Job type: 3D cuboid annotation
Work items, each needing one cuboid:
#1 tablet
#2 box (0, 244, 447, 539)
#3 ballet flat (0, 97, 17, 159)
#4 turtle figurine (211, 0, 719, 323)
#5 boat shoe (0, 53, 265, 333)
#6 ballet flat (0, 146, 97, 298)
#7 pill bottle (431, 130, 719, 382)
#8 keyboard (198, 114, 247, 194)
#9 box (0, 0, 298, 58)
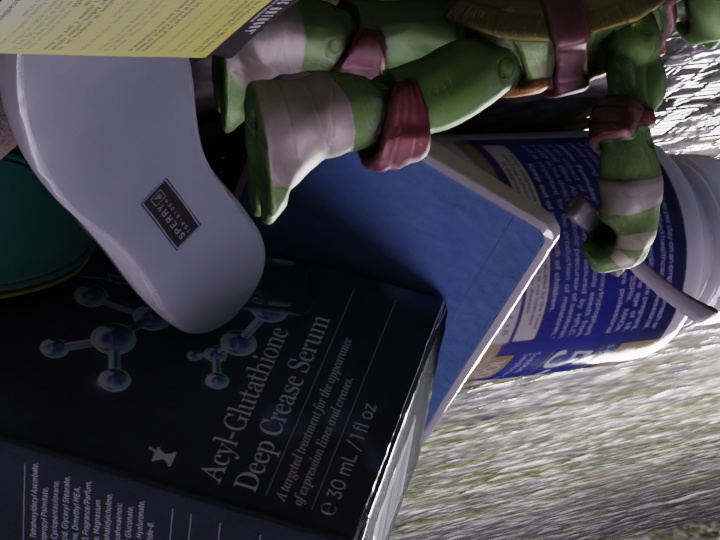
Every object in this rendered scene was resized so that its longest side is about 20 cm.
[{"bbox_3d":[0.000,0.000,0.876,0.014,0.130,0.200,-58,178,-35],"label":"tablet"},{"bbox_3d":[-0.081,0.069,0.844,0.199,0.149,0.108,15,131,7],"label":"box"},{"bbox_3d":[-0.193,-0.035,0.708,0.199,0.068,0.068,-3,162,-41],"label":"ballet flat"},{"bbox_3d":[0.047,-0.051,0.746,0.193,0.145,0.200,-8,161,-13],"label":"turtle figurine"},{"bbox_3d":[-0.092,-0.052,0.740,0.070,0.066,0.200,-45,147,-9],"label":"boat shoe"},{"bbox_3d":[-0.204,-0.020,0.790,0.199,0.067,0.067,-3,-177,-30],"label":"ballet flat"},{"bbox_3d":[0.099,-0.010,0.993,0.199,0.120,0.120,-4,162,-35],"label":"pill bottle"},{"bbox_3d":[-0.101,-0.011,0.926,0.199,0.021,0.127,-20,149,20],"label":"keyboard"},{"bbox_3d":[-0.106,-0.100,0.589,0.199,0.050,0.075,-5,162,-37],"label":"box"}]
